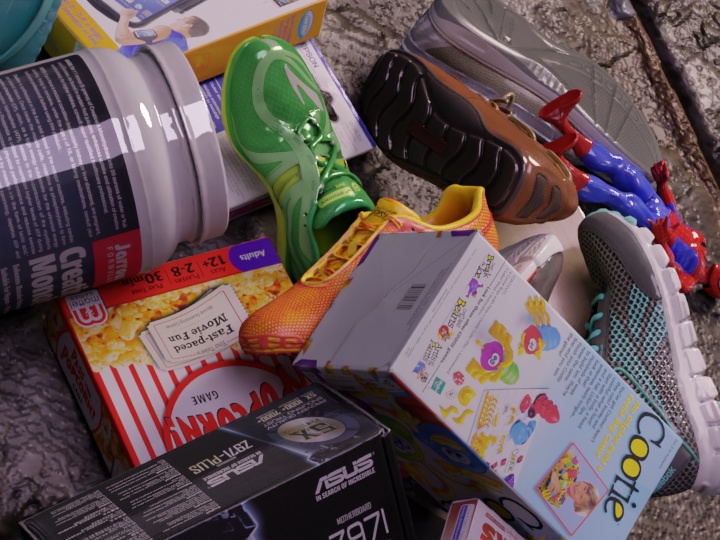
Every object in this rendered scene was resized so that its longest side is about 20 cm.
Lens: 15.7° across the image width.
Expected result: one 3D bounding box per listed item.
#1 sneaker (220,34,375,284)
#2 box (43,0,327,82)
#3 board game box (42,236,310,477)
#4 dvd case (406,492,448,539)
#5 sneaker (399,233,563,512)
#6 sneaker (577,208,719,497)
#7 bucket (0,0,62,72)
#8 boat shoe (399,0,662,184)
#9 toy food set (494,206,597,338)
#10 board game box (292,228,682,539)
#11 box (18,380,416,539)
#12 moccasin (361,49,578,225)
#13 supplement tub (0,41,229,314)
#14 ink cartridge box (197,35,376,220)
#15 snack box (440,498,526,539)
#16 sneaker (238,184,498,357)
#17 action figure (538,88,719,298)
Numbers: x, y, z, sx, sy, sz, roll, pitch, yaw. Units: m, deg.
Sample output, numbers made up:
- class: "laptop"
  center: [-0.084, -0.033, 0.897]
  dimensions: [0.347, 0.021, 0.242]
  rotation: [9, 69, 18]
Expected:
- class: "sneaker"
  center: [-0.026, -0.057, 1.660]
  dimensions: [0.074, 0.084, 0.200]
  rotation: [-25, 101, -32]
- class: "box"
  center: [-0.117, -0.181, 1.723]
  dimensions: [0.200, 0.042, 0.119]
  rotation: [-26, 59, -31]
- class: "board game box"
  center: [-0.086, 0.088, 1.597]
  dimensions: [0.151, 0.046, 0.200]
  rotation: [-16, 65, -27]
- class: "dvd case"
  center: [0.025, 0.211, 1.616]
  dimensions: [0.200, 0.025, 0.150]
  rotation: [33, 55, -7]
- class: "sneaker"
  center: [0.080, 0.067, 1.652]
  dimensions: [0.082, 0.077, 0.200]
  rotation: [42, 68, -19]
- class: "sneaker"
  center: [0.167, 0.056, 1.666]
  dimensions: [0.091, 0.078, 0.200]
  rotation: [-14, 71, -14]
- class: "bucket"
  center: [-0.260, -0.209, 1.598]
  dimensions: [0.135, 0.207, 0.208]
  rotation: [14, 59, -24]
- class: "boat shoe"
  center: [0.122, -0.119, 1.817]
  dimensions: [0.202, 0.065, 0.074]
  rotation: [34, 36, -12]
- class: "toy food set"
  center: [0.110, 0.053, 1.725]
  dimensions: [0.143, 0.060, 0.200]
  rotation: [-23, 74, -20]
- class: "board game box"
  center: [0.076, 0.079, 1.544]
  dimensions: [0.200, 0.103, 0.105]
  rotation: [45, 66, -26]
- class: "box"
  center: [-0.070, 0.183, 1.478]
  dimensions: [0.200, 0.086, 0.164]
  rotation: [-24, 119, -22]
- class: "moccasin"
  center: [0.071, -0.088, 1.723]
  dimensions: [0.078, 0.201, 0.074]
  rotation: [16, 101, -42]
- class: "supplement tub"
  center: [-0.192, -0.053, 1.556]
  dimensions: [0.200, 0.140, 0.141]
  rotation: [-17, 72, -14]
- class: "ink cartridge box"
  center: [-0.094, -0.082, 1.705]
  dimensions: [0.200, 0.037, 0.095]
  rotation: [-24, 77, -30]
- class: "snack box"
  center: [0.111, 0.217, 1.551]
  dimensions: [0.200, 0.024, 0.072]
  rotation: [42, 52, -35]
- class: "sneaker"
  center: [0.000, 0.000, 1.599]
  dimensions: [0.200, 0.073, 0.077]
  rotation: [-27, 111, -37]
- class: "action figure"
  center: [0.195, -0.041, 1.779]
  dimensions: [0.200, 0.052, 0.066]
  rotation: [44, 34, -34]
